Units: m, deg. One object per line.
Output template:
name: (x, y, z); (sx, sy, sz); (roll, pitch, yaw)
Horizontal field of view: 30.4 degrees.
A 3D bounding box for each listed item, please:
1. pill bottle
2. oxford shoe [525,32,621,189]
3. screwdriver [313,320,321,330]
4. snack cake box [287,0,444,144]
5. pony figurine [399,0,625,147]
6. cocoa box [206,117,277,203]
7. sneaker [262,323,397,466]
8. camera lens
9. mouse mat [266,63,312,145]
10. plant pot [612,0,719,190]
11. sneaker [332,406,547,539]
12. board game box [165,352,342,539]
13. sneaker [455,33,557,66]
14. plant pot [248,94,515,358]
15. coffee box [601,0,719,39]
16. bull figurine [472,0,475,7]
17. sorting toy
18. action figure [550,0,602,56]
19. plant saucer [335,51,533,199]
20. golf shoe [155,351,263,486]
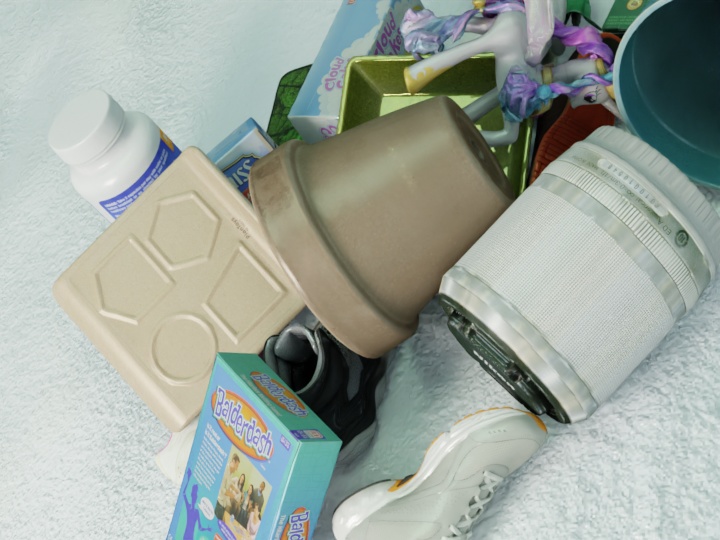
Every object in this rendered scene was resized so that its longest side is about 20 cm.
pill bottle: (-0.242, -0.100, 1.433); (0.111, 0.200, 0.113); (-20, 45, 22)
oxford shoe: (0.194, -0.122, 1.234); (0.202, 0.071, 0.072); (-64, 17, -19)
screwdriver: (0.000, 0.000, 1.296); (0.029, 0.028, 0.201); (24, 72, 16)
snack cake box: (0.010, -0.199, 1.383); (0.066, 0.115, 0.202); (4, 57, 32)
pony figurine: (0.136, -0.201, 1.155); (0.197, 0.196, 0.167); (-13, 12, 17)
cocoa box: (-0.140, -0.038, 1.323); (0.199, 0.132, 0.133); (-40, 13, 2)
sneaker: (-0.025, 0.064, 1.191); (0.075, 0.114, 0.202); (-12, 49, 29)
camera lens: (0.173, 0.007, 1.052); (0.200, 0.160, 0.160); (-46, 41, -4)
mouse mat: (-0.044, -0.169, 1.487); (0.159, 0.008, 0.202); (-12, 50, 30)
plant pot: (0.329, -0.201, 1.097); (0.198, 0.201, 0.189); (-4, 41, 35)
sneaker: (0.073, 0.191, 1.051); (0.199, 0.076, 0.093); (-38, 48, 16)
board game box: (-0.096, 0.193, 1.112); (0.152, 0.045, 0.202); (39, 118, 49)
sneaker: (0.114, -0.163, 1.310); (0.115, 0.074, 0.201); (19, 67, 48)
plant pot: (0.029, -0.056, 1.115); (0.174, 0.200, 0.202); (-34, 41, 16)
coffee box: (0.326, -0.295, 1.280); (0.122, 0.044, 0.202); (7, 61, 40)
bull figurine: (0.185, -0.355, 1.425); (0.199, 0.065, 0.121); (-41, 33, -8)
sorting toy: (-0.161, 0.017, 1.224); (0.200, 0.036, 0.185); (-45, 80, 5)
action figure: (0.187, -0.264, 1.312); (0.117, 0.055, 0.200); (14, 29, 8)
plant saucer: (0.071, -0.102, 1.251); (0.197, 0.048, 0.203); (3, 77, 25)
golf shoe: (-0.133, 0.115, 1.265); (0.091, 0.075, 0.202); (-2, 54, 40)
